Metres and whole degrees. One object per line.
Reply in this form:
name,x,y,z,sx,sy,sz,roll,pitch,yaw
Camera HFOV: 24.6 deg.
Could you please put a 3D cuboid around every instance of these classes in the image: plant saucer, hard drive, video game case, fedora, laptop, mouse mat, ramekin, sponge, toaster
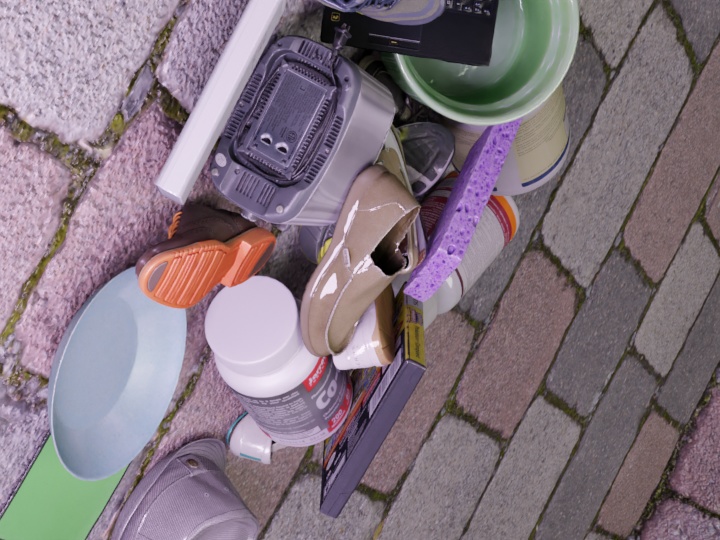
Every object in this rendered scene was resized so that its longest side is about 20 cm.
plant saucer,-0.227,0.087,1.479,0.201,0.038,0.202,-44,142,-48
hard drive,-0.120,-0.154,1.429,0.201,0.027,0.132,-63,-176,-3
video game case,0.013,0.134,1.735,0.201,0.025,0.181,-61,-169,23
fedora,-0.169,0.270,1.714,0.200,0.090,0.178,8,106,-64
laptop,0.070,-0.298,1.525,0.176,0.103,0.202,6,97,-18
mouse mat,-0.260,0.178,1.555,0.201,0.007,0.161,-61,155,-8
ramekin,0.110,-0.248,1.653,0.199,0.098,0.202,-3,99,-17
sponge,0.109,-0.072,1.710,0.201,0.030,0.112,-65,-175,-29
toaster,-0.046,-0.133,1.553,0.201,0.113,0.129,-64,158,5

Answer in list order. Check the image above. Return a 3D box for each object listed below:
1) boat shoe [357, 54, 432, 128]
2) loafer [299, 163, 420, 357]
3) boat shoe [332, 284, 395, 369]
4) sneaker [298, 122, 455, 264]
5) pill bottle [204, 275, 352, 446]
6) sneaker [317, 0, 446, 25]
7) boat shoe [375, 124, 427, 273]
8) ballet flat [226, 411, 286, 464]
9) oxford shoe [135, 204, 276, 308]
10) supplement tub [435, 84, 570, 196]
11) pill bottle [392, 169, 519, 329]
boat shoe,0.043,-0.161,1.747,0.072,0.066,0.201,-58,154,-11
loafer,0.000,0.000,1.578,0.076,0.067,0.201,-17,130,-57
boat shoe,-0.004,0.035,1.715,0.200,0.069,0.071,-85,156,-61
sneaker,0.019,-0.085,1.737,0.200,0.075,0.085,-38,172,13
pill bottle,-0.083,0.093,1.686,0.114,0.113,0.200,-56,154,-16
sneaker,-0.002,-0.255,1.472,0.199,0.081,0.074,12,121,-34
boat shoe,0.014,-0.091,1.645,0.201,0.074,0.068,62,11,-14
ballet flat,-0.065,0.143,1.823,0.200,0.069,0.070,-46,149,-33
oxford shoe,-0.155,-0.017,1.494,0.072,0.073,0.200,-57,164,19
supplement tub,0.154,-0.191,1.839,0.145,0.144,0.200,-55,153,-18
pill bottle,0.090,-0.019,1.916,0.200,0.109,0.110,-47,150,-30
